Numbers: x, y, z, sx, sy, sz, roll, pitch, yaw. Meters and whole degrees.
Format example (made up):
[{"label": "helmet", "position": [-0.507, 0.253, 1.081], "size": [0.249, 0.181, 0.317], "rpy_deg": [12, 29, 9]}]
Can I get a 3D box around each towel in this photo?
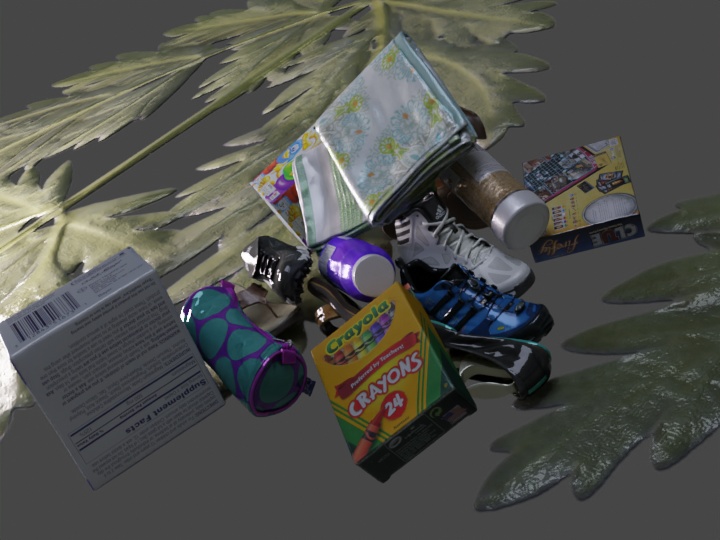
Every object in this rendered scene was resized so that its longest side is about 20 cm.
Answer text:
[{"label": "towel", "position": [0.038, -0.173, 1.326], "size": [0.171, 0.048, 0.201], "rpy_deg": [-41, 53, 18]}, {"label": "towel", "position": [-0.001, -0.123, 1.386], "size": [0.199, 0.031, 0.151], "rpy_deg": [-27, 65, 30]}]

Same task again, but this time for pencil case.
[{"label": "pencil case", "position": [-0.138, 0.090, 1.271], "size": [0.200, 0.085, 0.093], "rpy_deg": [35, 96, 48]}]

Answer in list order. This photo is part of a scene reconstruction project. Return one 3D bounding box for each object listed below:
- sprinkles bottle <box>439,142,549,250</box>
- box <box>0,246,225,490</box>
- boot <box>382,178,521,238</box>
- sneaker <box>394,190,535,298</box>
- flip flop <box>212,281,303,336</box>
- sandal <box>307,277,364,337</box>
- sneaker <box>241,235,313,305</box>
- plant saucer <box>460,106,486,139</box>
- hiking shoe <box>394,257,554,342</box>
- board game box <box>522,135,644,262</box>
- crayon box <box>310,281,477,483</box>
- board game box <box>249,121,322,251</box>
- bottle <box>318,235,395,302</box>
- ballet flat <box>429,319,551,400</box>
[{"label": "sprinkles bottle", "position": [0.147, -0.107, 1.314], "size": [0.068, 0.069, 0.200], "rpy_deg": [-29, 47, -11]}, {"label": "box", "position": [-0.285, 0.110, 1.243], "size": [0.183, 0.201, 0.105], "rpy_deg": [-32, 29, -17]}, {"label": "boot", "position": [0.122, -0.115, 1.463], "size": [0.198, 0.074, 0.155], "rpy_deg": [-10, 26, 13]}, {"label": "sneaker", "position": [0.111, -0.028, 1.281], "size": [0.199, 0.116, 0.076], "rpy_deg": [12, 45, 46]}, {"label": "flip flop", "position": [-0.150, 0.043, 1.403], "size": [0.081, 0.058, 0.199], "rpy_deg": [-36, 32, -22]}, {"label": "sandal", "position": [-0.017, 0.065, 1.280], "size": [0.055, 0.082, 0.200], "rpy_deg": [-51, 38, 1]}, {"label": "sneaker", "position": [-0.109, -0.004, 1.369], "size": [0.090, 0.067, 0.200], "rpy_deg": [16, 7, -5]}, {"label": "plant saucer", "position": [0.096, -0.238, 1.598], "size": [0.198, 0.032, 0.200], "rpy_deg": [17, 15, -4]}, {"label": "hiking shoe", "position": [0.119, 0.038, 1.197], "size": [0.199, 0.087, 0.074], "rpy_deg": [6, 40, 41]}, {"label": "board game box", "position": [0.274, -0.092, 1.354], "size": [0.134, 0.035, 0.201], "rpy_deg": [-14, 31, 15]}, {"label": "crayon box", "position": [0.025, 0.101, 1.118], "size": [0.127, 0.051, 0.201], "rpy_deg": [-40, 41, 11]}, {"label": "board game box", "position": [-0.041, -0.142, 1.535], "size": [0.200, 0.103, 0.105], "rpy_deg": [-42, 32, -4]}, {"label": "bottle", "position": [0.000, 0.000, 1.285], "size": [0.066, 0.083, 0.200], "rpy_deg": [-60, 11, -1]}, {"label": "ballet flat", "position": [0.105, 0.095, 1.139], "size": [0.199, 0.068, 0.069], "rpy_deg": [6, 50, 41]}]
